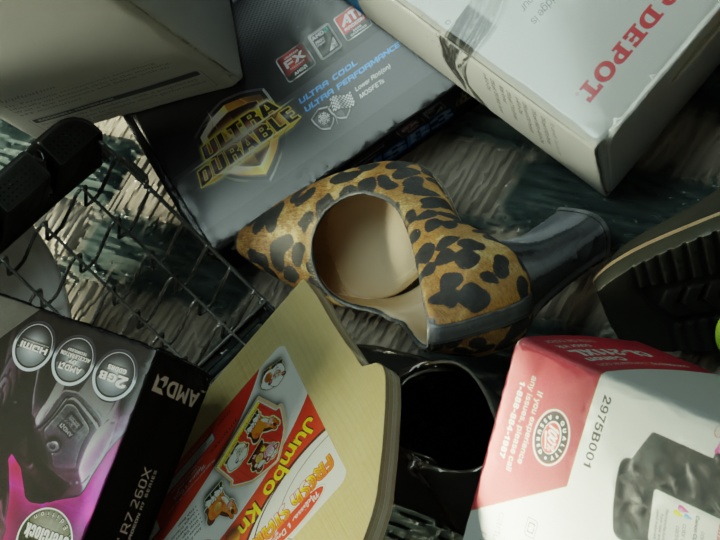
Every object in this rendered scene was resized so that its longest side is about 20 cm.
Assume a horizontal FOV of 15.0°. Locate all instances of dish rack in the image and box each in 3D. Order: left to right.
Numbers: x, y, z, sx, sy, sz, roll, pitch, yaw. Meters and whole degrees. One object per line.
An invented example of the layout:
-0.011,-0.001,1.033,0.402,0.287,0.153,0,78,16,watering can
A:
-0.125,0.032,1.328,0.200,0.055,0.153,44,68,6,dish rack

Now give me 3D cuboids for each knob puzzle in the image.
-0.042,0.122,1.178,0.220,0.030,0.220,-34,38,32,knob puzzle

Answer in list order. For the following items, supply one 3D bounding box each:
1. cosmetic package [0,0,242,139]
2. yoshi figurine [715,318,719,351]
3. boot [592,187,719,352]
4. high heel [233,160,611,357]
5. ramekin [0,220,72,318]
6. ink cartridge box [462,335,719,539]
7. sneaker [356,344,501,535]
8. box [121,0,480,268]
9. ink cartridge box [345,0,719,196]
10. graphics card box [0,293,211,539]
-0.161,-0.191,1.318,0.123,0.200,0.199,-15,75,14,cosmetic package
0.246,0.046,1.109,0.200,0.112,0.112,10,104,24,yoshi figurine
0.192,-0.051,1.222,0.200,0.077,0.138,-19,44,6,boot
0.000,0.000,1.266,0.200,0.071,0.143,1,18,30,high heel
-0.248,0.049,1.376,0.202,0.094,0.202,4,67,-10,ramekin
0.140,0.124,1.073,0.200,0.083,0.146,22,101,43,ink cartridge box
0.022,0.062,1.224,0.200,0.106,0.075,24,74,43,sneaker
-0.040,-0.136,1.401,0.200,0.050,0.199,-34,73,10,box
0.084,-0.155,1.301,0.200,0.084,0.145,38,83,16,ink cartridge box
-0.158,0.116,1.221,0.125,0.051,0.200,18,82,35,graphics card box
